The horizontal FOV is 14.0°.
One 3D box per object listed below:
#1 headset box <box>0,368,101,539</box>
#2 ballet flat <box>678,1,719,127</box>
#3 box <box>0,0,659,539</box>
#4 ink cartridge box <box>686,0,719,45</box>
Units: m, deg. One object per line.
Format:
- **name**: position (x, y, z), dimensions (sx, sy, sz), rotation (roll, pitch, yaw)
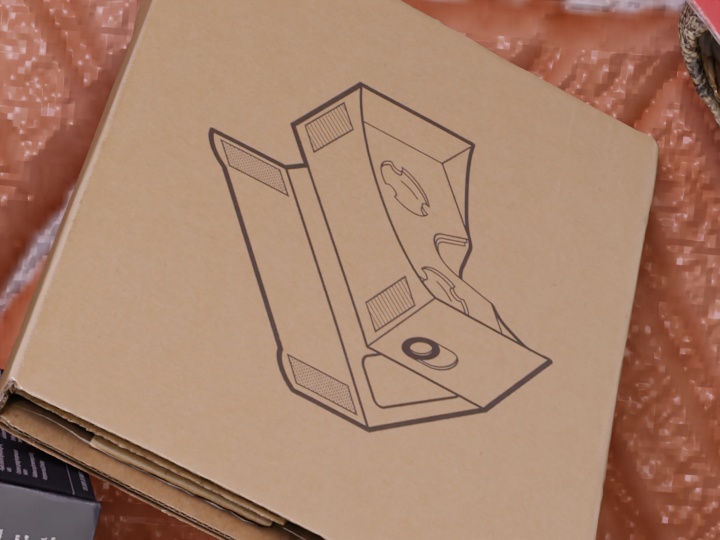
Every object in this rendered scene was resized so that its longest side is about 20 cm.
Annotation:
- **headset box**: position (-0.179, 0.066, 0.769), dimensions (0.199, 0.174, 0.093), rotation (13, 95, -11)
- **ballet flat**: position (0.152, -0.003, 0.863), dimensions (0.068, 0.075, 0.200), rotation (-27, 103, 36)
- **box**: position (0.000, 0.000, 0.798), dimensions (0.163, 0.200, 0.021), rotation (27, 134, -12)
- **ink cartridge box**: position (0.203, -0.087, 0.845), dimensions (0.200, 0.045, 0.176), rotation (-44, 103, -23)
